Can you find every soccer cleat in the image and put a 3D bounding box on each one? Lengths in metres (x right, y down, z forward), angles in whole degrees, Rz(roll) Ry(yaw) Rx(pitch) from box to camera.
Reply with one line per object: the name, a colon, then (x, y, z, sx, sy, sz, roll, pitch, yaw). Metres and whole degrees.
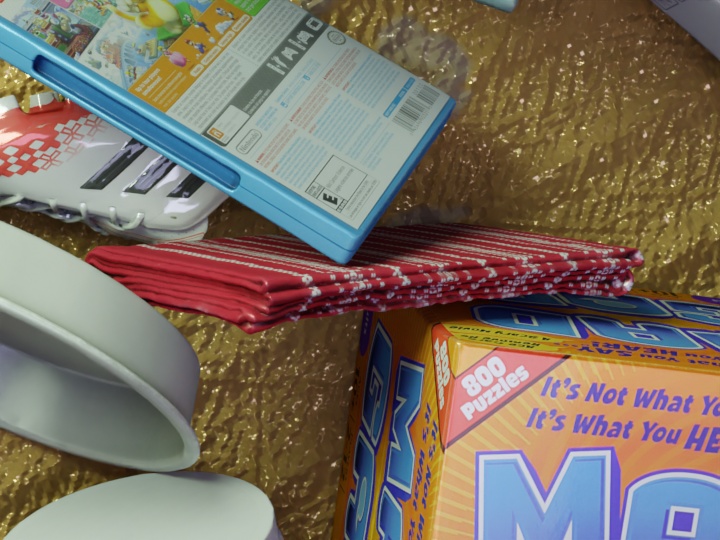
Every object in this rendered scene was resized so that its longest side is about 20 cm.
soccer cleat: (-0.108, -0.041, 1.132, 0.198, 0.069, 0.086, -13, 93, -12)

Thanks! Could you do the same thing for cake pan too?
cake pan: (-0.152, 0.024, 1.081, 0.199, 0.200, 0.037, 28, 70, -13)

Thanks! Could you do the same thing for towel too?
towel: (0.000, 0.000, 1.085, 0.199, 0.144, 0.023, -5, 99, -35)

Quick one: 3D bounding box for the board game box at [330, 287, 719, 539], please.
board game box: (0.102, 0.118, 1.130, 0.198, 0.200, 0.202, 7, 99, -11)

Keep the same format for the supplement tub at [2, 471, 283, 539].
supplement tub: (-0.079, 0.202, 1.109, 0.143, 0.144, 0.202, -13, 111, -8)

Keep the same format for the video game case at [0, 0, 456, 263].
video game case: (-0.067, -0.089, 1.072, 0.199, 0.143, 0.018, 31, 122, 3)

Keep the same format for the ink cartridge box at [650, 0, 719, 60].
ink cartridge box: (0.203, -0.173, 1.179, 0.200, 0.043, 0.174, 38, 67, -14)

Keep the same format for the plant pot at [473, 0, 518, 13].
plant pot: (-0.013, -0.228, 1.060, 0.198, 0.196, 0.197, 14, 98, -2)
